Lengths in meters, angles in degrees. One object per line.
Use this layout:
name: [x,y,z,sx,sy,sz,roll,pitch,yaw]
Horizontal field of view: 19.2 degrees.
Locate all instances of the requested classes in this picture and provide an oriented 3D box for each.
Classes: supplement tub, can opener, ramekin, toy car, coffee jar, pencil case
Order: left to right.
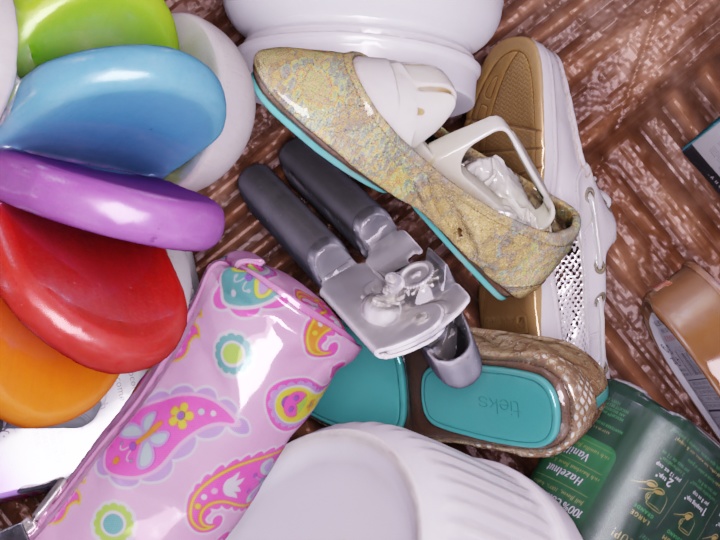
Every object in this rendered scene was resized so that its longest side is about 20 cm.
toy car: [-0.122,-0.028,0.903,0.175,0.150,0.200,10,107,-40]
pencil case: [-0.087,0.087,1.009,0.087,0.087,0.200,37,92,0]
can opener: [0.000,0.000,1.063,0.053,0.200,0.067,-33,123,-8]
ramekin: [0.002,0.167,1.010,0.105,0.200,0.200,35,80,-39]
supplement tub: [0.004,-0.186,1.088,0.145,0.145,0.201,4,83,-4]
coffee jar: [0.108,0.161,1.079,0.104,0.085,0.200,41,80,-37]

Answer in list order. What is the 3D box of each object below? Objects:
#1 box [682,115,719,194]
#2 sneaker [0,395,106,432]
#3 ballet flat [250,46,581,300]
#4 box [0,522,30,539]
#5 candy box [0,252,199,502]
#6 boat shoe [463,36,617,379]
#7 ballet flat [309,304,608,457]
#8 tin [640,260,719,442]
box: [0.226,-0.062,1.064,0.049,0.200,0.082,-40,88,-8]
sneaker: [-0.209,0.090,0.971,0.200,0.084,0.121,5,70,-26]
ballet flat: [0.034,-0.059,1.012,0.200,0.071,0.071,38,80,-33]
box: [-0.176,0.233,1.004,0.047,0.200,0.194,-20,82,-38]
candy box: [-0.179,0.031,1.085,0.199,0.072,0.168,-12,85,-5]
boat shoe: [0.100,-0.023,1.119,0.069,0.071,0.201,-5,96,-32]
ballet flat: [0.040,0.055,1.084,0.200,0.065,0.071,13,108,37]
tin: [0.212,0.087,1.092,0.042,0.112,0.200,-35,86,2]
